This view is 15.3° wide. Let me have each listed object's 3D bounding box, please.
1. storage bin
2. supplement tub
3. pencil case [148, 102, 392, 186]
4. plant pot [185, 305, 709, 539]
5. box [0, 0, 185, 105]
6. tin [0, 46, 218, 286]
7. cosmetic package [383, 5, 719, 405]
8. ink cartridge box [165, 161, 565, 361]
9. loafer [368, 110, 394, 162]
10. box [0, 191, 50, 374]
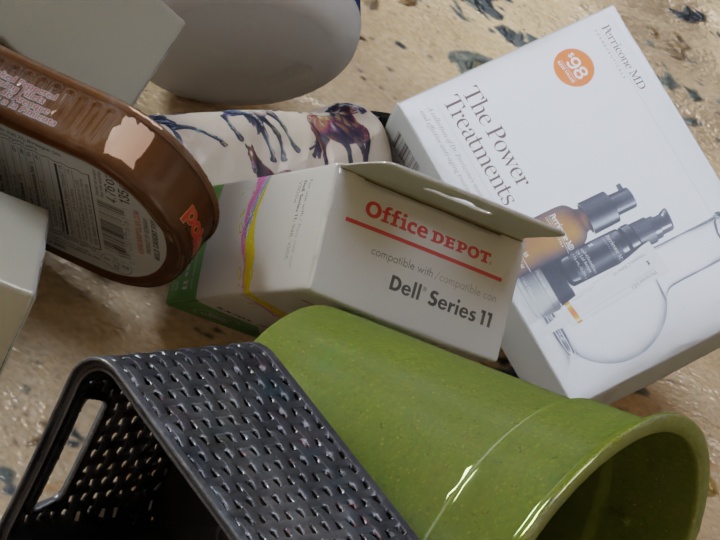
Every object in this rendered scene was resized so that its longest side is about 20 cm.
[{"bbox_3d":[-0.055,0.140,1.132,0.093,0.136,0.200,-4,43,-43],"label":"storage bin"},{"bbox_3d":[-0.071,-0.215,1.587,0.143,0.144,0.201,13,61,-26],"label":"supplement tub"},{"bbox_3d":[-0.073,-0.054,1.473,0.199,0.078,0.090,-4,62,-43],"label":"pencil case"},{"bbox_3d":[0.026,0.111,1.223,0.189,0.201,0.199,30,28,27],"label":"plant pot"},{"bbox_3d":[-0.195,-0.156,1.354,0.200,0.078,0.095,43,-20,-30],"label":"box"},{"bbox_3d":[-0.165,-0.058,1.337,0.199,0.112,0.042,24,56,17],"label":"tin"},{"bbox_3d":[0.126,-0.031,1.508,0.150,0.052,0.201,-25,76,-21],"label":"cosmetic package"},{"bbox_3d":[0.000,0.000,1.336,0.116,0.068,0.200,21,-13,-27],"label":"ink cartridge box"},{"bbox_3d":[0.066,-0.025,1.570,0.199,0.073,0.071,32,1,3],"label":"loafer"},{"bbox_3d":[-0.253,-0.019,1.276,0.199,0.069,0.082,22,31,-13],"label":"box"}]
